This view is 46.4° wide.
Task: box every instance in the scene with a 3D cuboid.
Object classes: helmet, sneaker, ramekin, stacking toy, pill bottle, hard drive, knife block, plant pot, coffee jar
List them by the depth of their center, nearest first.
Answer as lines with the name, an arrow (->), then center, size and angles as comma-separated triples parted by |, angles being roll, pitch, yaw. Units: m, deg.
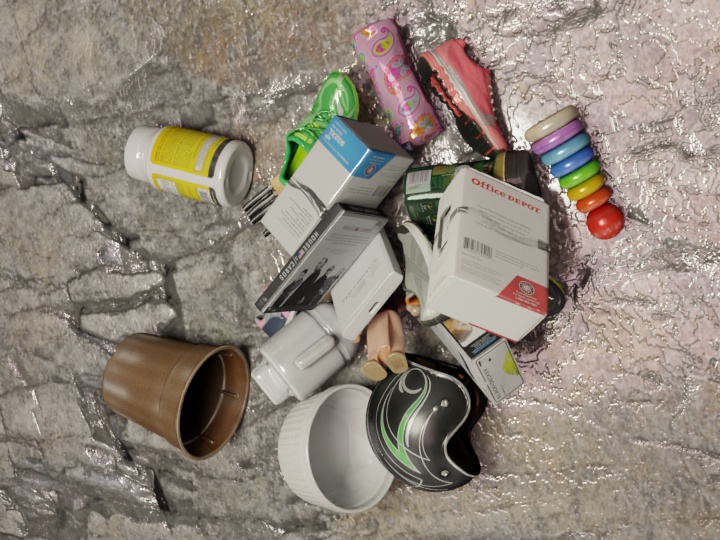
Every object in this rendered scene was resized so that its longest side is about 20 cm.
stacking toy -> 0.321, -0.135, 1.234 | 0.085, 0.085, 0.202 | -27, 94, 22
sneaker -> 0.087, 0.001, 1.238 | 0.079, 0.074, 0.201 | -33, 42, 9
sneaker -> 0.175, -0.262, 1.268 | 0.086, 0.074, 0.201 | -37, 97, -9
coffee jar -> 0.171, -0.118, 1.274 | 0.198, 0.086, 0.105 | -7, 136, 21
sneaker -> 0.217, 0.021, 1.291 | 0.198, 0.081, 0.075 | 21, 106, 16
sneaker -> -0.064, -0.207, 1.291 | 0.074, 0.083, 0.202 | 29, 106, 15
helmet -> 0.104, 0.242, 1.313 | 0.198, 0.200, 0.193 | 18, 93, 17
hard drive -> 0.000, 0.000, 1.319 | 0.026, 0.201, 0.132 | 28, 113, -26
ramekin -> -0.042, 0.290, 1.372 | 0.104, 0.199, 0.203 | -14, 94, 47
knife block -> -0.105, -0.148, 1.394 | 0.174, 0.064, 0.203 | 13, 103, 18
sneaker -> -0.122, 0.025, 1.425 | 0.081, 0.070, 0.202 | 27, 105, 14
pill bottle -> -0.293, -0.183, 1.433 | 0.198, 0.114, 0.116 | 15, 104, 17
plant pot -> -0.331, 0.206, 1.475 | 0.196, 0.200, 0.203 | 13, 103, 25

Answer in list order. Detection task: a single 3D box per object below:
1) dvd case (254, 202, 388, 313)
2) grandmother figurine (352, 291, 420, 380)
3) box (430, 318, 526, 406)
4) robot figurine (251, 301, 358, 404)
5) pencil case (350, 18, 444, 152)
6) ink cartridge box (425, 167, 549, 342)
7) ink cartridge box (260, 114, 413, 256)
dvd case -> -0.055, -0.016, 1.259 | 0.025, 0.150, 0.200 | 46, 109, 20
grandmother figurine -> 0.037, 0.074, 1.322 | 0.120, 0.201, 0.061 | -15, 132, 7
box -> 0.156, 0.092, 1.250 | 0.060, 0.200, 0.117 | -33, 130, -3
robot figurine -> -0.084, 0.131, 1.374 | 0.199, 0.169, 0.113 | -40, 99, -12
pencil case -> 0.056, -0.284, 1.302 | 0.087, 0.087, 0.202 | -23, 92, 22
ink cartridge box -> 0.178, -0.024, 1.160 | 0.145, 0.202, 0.083 | 21, 141, -12
ink cartridge box -> -0.034, -0.120, 1.255 | 0.084, 0.145, 0.201 | 46, 111, 19
